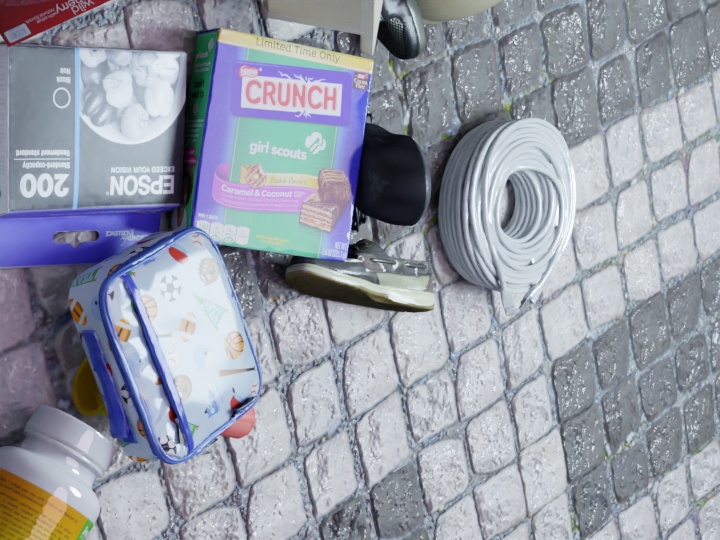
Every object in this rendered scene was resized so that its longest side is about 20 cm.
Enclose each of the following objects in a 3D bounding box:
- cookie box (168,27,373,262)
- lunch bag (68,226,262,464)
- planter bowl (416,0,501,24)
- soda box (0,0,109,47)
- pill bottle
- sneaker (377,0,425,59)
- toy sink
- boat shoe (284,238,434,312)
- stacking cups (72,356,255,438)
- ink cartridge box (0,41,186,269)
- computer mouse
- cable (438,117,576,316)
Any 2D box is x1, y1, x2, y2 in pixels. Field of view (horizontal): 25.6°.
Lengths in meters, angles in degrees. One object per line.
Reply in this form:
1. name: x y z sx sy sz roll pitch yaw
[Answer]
1. cookie box: -0.086 -0.119 1.535 0.169 0.075 0.203 7 90 -26
2. lunch bag: -0.175 0.073 1.437 0.160 0.075 0.202 -35 113 -44
3. planter bowl: 0.117 -0.364 1.685 0.199 0.134 0.203 -8 102 -44
4. soda box: -0.222 -0.265 1.331 0.070 0.198 0.064 -93 159 -57
5. pill bottle: -0.297 0.224 1.386 0.111 0.110 0.201 43 67 -39
6. sneaker: -0.014 -0.279 1.614 0.114 0.076 0.200 -49 124 -25
7. toy sink: -0.030 -0.303 1.474 0.200 0.111 0.132 90 10 -76
8. boat shoe: 0.001 0.000 1.678 0.200 0.071 0.067 15 73 -41
9. stacking cups: -0.186 0.128 1.526 0.199 0.060 0.061 22 81 -49
10. ink cartridge box: -0.247 -0.102 1.434 0.197 0.043 0.203 -5 101 -44
11. computer mouse: 0.008 -0.093 1.592 0.052 0.200 0.140 -4 101 -22
12. cable: 0.173 -0.076 1.830 0.200 0.069 0.201 -49 126 -29
